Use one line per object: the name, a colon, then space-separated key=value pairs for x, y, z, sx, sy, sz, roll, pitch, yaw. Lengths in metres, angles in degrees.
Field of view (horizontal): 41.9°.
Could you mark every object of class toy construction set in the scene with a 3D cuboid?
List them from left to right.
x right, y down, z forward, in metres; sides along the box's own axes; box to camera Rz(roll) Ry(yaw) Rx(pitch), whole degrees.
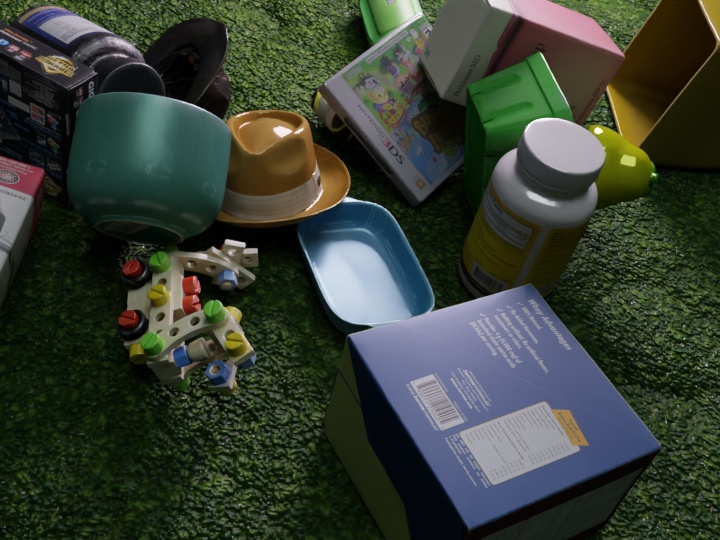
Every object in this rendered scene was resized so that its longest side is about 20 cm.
toy construction set: x=-0.156 y=0.032 z=0.885 sx=0.131 sy=0.092 sz=0.200 roll=-15 pitch=34 yaw=9

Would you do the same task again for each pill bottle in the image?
pill bottle: x=-0.307 y=-0.217 z=1.045 sx=0.112 sy=0.112 sz=0.200 roll=-26 pitch=42 yaw=-35
pill bottle: x=0.182 y=-0.057 z=0.995 sx=0.112 sy=0.200 sz=0.113 roll=8 pitch=47 yaw=-9

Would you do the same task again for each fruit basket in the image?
fruit basket: x=0.228 y=-0.132 z=1.083 sx=0.215 sy=0.216 sz=0.156 roll=2 pitch=45 yaw=-15

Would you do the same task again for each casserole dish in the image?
casserole dish: x=0.000 y=0.000 z=1.004 sx=0.121 sy=0.039 sz=0.200 roll=-7 pitch=48 yaw=-22

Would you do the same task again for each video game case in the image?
video game case: x=0.070 y=-0.203 z=1.162 sx=0.182 sy=0.022 sz=0.200 roll=50 pitch=56 yaw=-6

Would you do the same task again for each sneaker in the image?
sneaker: x=0.023 y=-0.233 z=1.218 sx=0.200 sy=0.076 sz=0.076 roll=-23 pitch=51 yaw=-38

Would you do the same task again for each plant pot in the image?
plant pot: x=0.481 y=-0.256 z=1.300 sx=0.176 sy=0.200 sz=0.200 roll=17 pitch=43 yaw=-15

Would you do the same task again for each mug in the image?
mug: x=-0.205 y=-0.087 z=0.935 sx=0.152 sy=0.185 sz=0.115 roll=3 pitch=76 yaw=11

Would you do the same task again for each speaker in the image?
speaker: x=0.049 y=-0.349 z=1.332 sx=0.088 sy=0.089 sz=0.200 roll=1 pitch=46 yaw=-15

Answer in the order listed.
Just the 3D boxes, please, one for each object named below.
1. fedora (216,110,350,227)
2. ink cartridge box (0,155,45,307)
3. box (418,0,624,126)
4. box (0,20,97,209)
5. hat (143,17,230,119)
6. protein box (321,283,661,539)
fedora: x=-0.104 y=-0.124 z=1.036 sx=0.200 sy=0.082 sz=0.201 roll=0 pitch=34 yaw=0
ink cartridge box: x=-0.394 y=-0.026 z=0.869 sx=0.145 sy=0.085 sz=0.200 roll=17 pitch=45 yaw=-13
box: x=0.193 y=-0.259 z=1.141 sx=0.199 sy=0.128 sz=0.109 roll=12 pitch=36 yaw=-25
box: x=-0.368 y=-0.175 z=0.982 sx=0.200 sy=0.159 sz=0.046 roll=28 pitch=44 yaw=12
hat: x=-0.208 y=-0.196 z=1.098 sx=0.081 sy=0.200 sz=0.201 roll=41 pitch=25 yaw=-42
protein box: x=0.106 y=0.144 z=0.821 sx=0.200 sy=0.135 sz=0.199 roll=-14 pitch=51 yaw=-28
